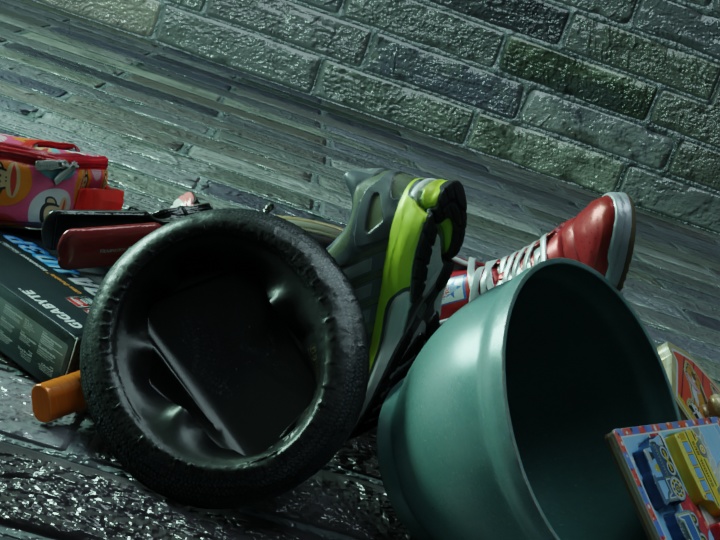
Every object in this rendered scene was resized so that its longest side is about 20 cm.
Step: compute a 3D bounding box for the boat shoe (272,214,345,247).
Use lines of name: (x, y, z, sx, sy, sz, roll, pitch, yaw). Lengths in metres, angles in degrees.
boat shoe: (-0.097, -0.019, 1.092, 0.200, 0.065, 0.072, 6, -8, 14)

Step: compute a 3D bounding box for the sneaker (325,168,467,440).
sneaker: (0.009, 0.021, 0.779, 0.081, 0.200, 0.074, 27, 22, 28)

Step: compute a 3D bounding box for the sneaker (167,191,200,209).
sneaker: (-0.148, 0.018, 0.995, 0.087, 0.074, 0.200, -27, 42, -4)

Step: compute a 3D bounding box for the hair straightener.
hair straightener: (-0.161, -0.042, 0.939, 0.200, 0.041, 0.077, -11, 34, -34)

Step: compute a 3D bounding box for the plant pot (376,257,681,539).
plant pot: (0.096, 0.108, 0.728, 0.134, 0.201, 0.200, -22, -16, 38)

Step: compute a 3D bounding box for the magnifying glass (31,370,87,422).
magnifying glass: (-0.141, 0.064, 0.805, 0.022, 0.080, 0.200, 8, 16, 34)

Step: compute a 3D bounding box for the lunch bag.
lunch bag: (-0.293, -0.075, 1.004, 0.176, 0.082, 0.200, 8, 4, -3)

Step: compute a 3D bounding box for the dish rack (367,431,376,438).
dish rack: (0.028, 0.098, 0.926, 0.153, 0.055, 0.200, 11, 18, -26)

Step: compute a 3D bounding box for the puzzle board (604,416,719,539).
puzzle board: (0.228, 0.183, 0.698, 0.151, 0.017, 0.200, 3, 60, -49)

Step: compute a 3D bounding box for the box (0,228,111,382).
box: (-0.219, 0.025, 0.878, 0.200, 0.046, 0.159, 28, 16, 33)

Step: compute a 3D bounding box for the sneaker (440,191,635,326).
sneaker: (0.107, 0.006, 0.811, 0.112, 0.200, 0.071, 13, 55, -8)

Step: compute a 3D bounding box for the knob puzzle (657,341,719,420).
knob puzzle: (0.313, 0.139, 0.971, 0.220, 0.030, 0.220, 46, 23, -26)

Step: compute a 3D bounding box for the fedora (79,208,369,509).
fedora: (-0.081, 0.063, 0.755, 0.200, 0.201, 0.092, 24, -19, 19)
